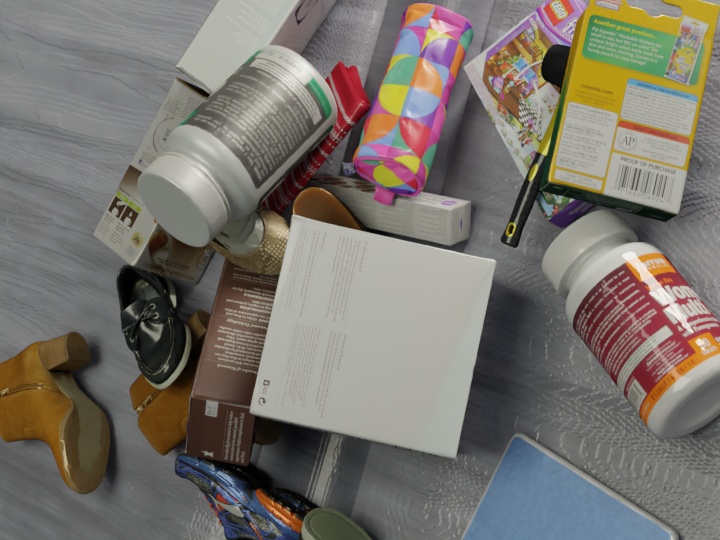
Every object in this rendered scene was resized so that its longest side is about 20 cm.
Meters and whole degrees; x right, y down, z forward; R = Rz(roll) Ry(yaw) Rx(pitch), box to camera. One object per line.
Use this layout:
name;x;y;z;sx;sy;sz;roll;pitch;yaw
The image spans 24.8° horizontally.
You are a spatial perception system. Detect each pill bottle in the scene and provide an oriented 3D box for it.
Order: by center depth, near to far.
pill bottle;0.256;0.046;1.493;0.110;0.109;0.201;-45;59;18
pill bottle;-0.123;-0.123;1.637;0.112;0.114;0.200;20;54;35

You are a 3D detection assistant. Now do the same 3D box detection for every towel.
towel;-0.062;-0.126;1.760;0.200;0.022;0.145;-51;22;14

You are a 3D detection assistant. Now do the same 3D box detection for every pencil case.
pencil case;0.052;-0.172;1.671;0.088;0.088;0.202;6;67;35

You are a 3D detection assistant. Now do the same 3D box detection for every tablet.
tablet;0.194;0.255;1.548;0.199;0.014;0.131;31;98;36

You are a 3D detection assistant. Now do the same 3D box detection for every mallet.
mallet;0.172;-0.123;1.585;0.066;0.041;0.201;33;101;32

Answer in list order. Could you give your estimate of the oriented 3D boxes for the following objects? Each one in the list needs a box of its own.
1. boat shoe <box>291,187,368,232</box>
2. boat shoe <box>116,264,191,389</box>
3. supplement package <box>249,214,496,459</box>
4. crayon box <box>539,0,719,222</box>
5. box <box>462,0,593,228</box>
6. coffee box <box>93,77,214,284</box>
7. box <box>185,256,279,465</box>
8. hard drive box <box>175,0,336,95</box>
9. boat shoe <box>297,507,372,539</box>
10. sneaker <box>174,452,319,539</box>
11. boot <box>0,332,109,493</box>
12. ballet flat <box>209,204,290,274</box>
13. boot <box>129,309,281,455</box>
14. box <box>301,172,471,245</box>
boat shoe;0.000;0.000;1.699;0.070;0.070;0.201;-32;84;-3
boat shoe;-0.236;0.054;1.806;0.074;0.066;0.200;-40;32;17
supplement package;0.014;0.068;1.584;0.198;0.147;0.193;12;85;3
crayon box;0.249;-0.158;1.514;0.125;0.052;0.202;14;83;-2
box;0.202;-0.162;1.619;0.136;0.039;0.201;-37;61;22
coffee box;-0.195;-0.098;1.832;0.080;0.114;0.201;34;100;34
box;-0.127;0.089;1.692;0.074;0.101;0.201;12;48;1
hard drive box;-0.097;-0.279;1.772;0.077;0.156;0.201;37;103;6
boat shoe;0.014;0.321;1.626;0.201;0.071;0.061;41;131;25
sneaker;-0.130;0.251;1.737;0.199;0.075;0.079;27;99;37
boot;-0.368;0.182;1.917;0.143;0.070;0.203;-27;62;34
ballet flat;-0.149;-0.054;1.701;0.199;0.065;0.071;28;95;26
boot;-0.174;0.157;1.796;0.144;0.070;0.202;-51;52;21
box;0.024;-0.066;1.714;0.199;0.039;0.042;12;112;36
